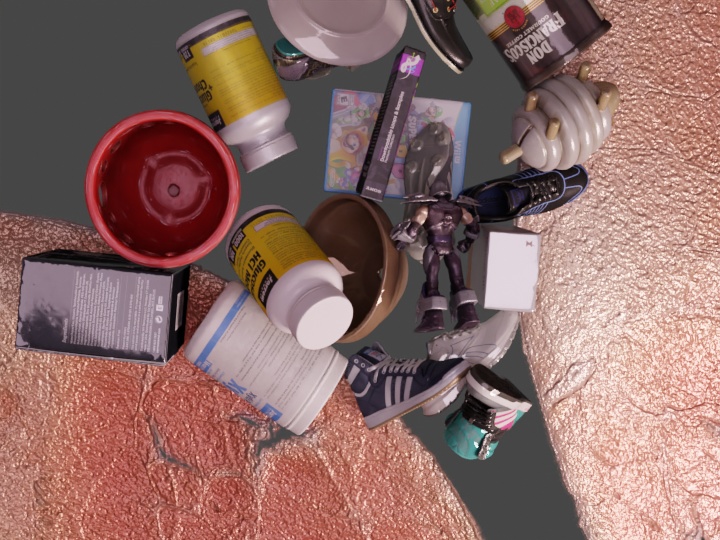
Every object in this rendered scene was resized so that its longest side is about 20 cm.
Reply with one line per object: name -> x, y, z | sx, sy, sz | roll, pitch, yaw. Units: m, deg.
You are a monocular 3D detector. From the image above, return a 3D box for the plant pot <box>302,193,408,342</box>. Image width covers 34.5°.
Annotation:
plant pot -> 0.000, 0.000, 1.594 | 0.092, 0.200, 0.204 | 7, 97, -42

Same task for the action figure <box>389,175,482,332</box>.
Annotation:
action figure -> 0.102, -0.024, 1.498 | 0.128, 0.069, 0.203 | -1, 81, -16

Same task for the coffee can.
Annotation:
coffee can -> 0.223, -0.367, 1.560 | 0.146, 0.146, 0.201 | -36, 95, 2

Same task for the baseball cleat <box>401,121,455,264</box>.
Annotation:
baseball cleat -> 0.098, -0.100, 1.607 | 0.069, 0.106, 0.203 | 3, 68, 27

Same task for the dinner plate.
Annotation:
dinner plate -> -0.028, -0.371, 1.567 | 0.197, 0.024, 0.203 | 6, 68, -15

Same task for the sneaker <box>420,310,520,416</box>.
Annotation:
sneaker -> 0.144, 0.116, 1.643 | 0.200, 0.075, 0.087 | -43, 90, 2

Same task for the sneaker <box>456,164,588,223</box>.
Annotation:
sneaker -> 0.233, -0.105, 1.613 | 0.197, 0.078, 0.071 | -16, 99, -7

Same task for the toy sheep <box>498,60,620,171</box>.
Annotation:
toy sheep -> 0.271, -0.202, 1.582 | 0.198, 0.138, 0.140 | -26, 96, -13

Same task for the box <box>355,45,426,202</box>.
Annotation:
box -> 0.039, -0.194, 1.555 | 0.036, 0.143, 0.203 | 18, 95, -5

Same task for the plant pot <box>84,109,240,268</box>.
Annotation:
plant pot -> -0.254, -0.111, 1.550 | 0.197, 0.183, 0.204 | 0, 96, -1

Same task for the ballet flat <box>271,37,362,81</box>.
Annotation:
ballet flat -> -0.033, -0.304, 1.596 | 0.198, 0.072, 0.073 | -19, 96, -22

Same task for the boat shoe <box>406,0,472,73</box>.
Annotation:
boat shoe -> 0.100, -0.366, 1.584 | 0.063, 0.074, 0.203 | -28, 99, 20

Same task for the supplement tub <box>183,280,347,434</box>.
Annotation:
supplement tub -> -0.132, 0.119, 1.602 | 0.199, 0.132, 0.133 | 36, 93, -4

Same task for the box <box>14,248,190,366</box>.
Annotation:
box -> -0.339, 0.045, 1.554 | 0.193, 0.200, 0.126 | 5, 94, -3

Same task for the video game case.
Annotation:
video game case -> 0.051, -0.175, 1.637 | 0.197, 0.018, 0.146 | 5, 95, -3

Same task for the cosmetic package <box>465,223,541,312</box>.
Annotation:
cosmetic package -> 0.189, -0.008, 1.566 | 0.070, 0.200, 0.103 | 4, 94, -2

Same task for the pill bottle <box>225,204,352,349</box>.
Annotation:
pill bottle -> -0.093, 0.010, 1.545 | 0.111, 0.200, 0.114 | -20, 135, -22

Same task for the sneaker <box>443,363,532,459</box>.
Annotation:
sneaker -> 0.161, 0.200, 1.598 | 0.121, 0.200, 0.084 | -49, 63, 5

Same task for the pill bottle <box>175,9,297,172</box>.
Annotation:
pill bottle -> -0.163, -0.242, 1.576 | 0.111, 0.112, 0.202 | -25, 95, 1

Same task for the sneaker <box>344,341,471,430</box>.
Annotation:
sneaker -> 0.056, 0.138, 1.604 | 0.199, 0.070, 0.110 | -33, 84, 38
